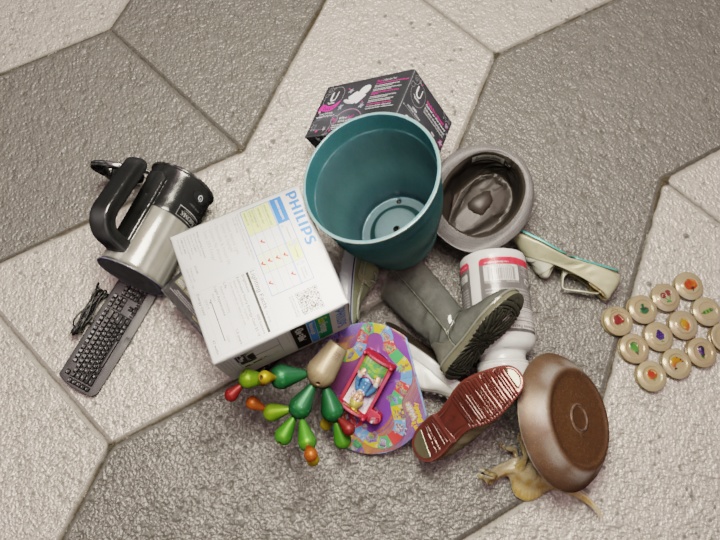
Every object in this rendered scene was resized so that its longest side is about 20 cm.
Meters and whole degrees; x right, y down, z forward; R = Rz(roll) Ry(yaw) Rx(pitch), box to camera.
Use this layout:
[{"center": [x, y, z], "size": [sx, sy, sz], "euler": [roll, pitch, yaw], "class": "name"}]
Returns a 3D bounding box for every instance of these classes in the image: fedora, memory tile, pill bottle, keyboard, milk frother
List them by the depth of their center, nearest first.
[{"center": [0.219, 0.076, 0.910], "size": [0.108, 0.111, 0.204], "euler": [-1, 71, -1], "class": "pill bottle"}, {"center": [-0.429, 0.095, 0.938], "size": [0.103, 0.040, 0.202], "euler": [24, 72, 7], "class": "keyboard"}, {"center": [0.519, 0.100, 0.953], "size": [0.197, 0.017, 0.155], "euler": [-23, 73, -8], "class": "memory tile"}, {"center": [-0.382, -0.086, 0.953], "size": [0.198, 0.180, 0.191], "euler": [-1, 58, 42], "class": "milk frother"}, {"center": [0.201, -0.115, 0.984], "size": [0.176, 0.090, 0.201], "euler": [36, 81, 12], "class": "fedora"}]

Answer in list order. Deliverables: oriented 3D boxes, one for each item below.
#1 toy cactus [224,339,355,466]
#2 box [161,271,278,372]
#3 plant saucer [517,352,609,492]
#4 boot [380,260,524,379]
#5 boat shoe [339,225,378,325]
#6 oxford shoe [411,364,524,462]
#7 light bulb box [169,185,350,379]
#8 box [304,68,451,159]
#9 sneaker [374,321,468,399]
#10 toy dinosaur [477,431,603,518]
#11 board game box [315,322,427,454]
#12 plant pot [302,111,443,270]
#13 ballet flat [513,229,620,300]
[{"center": [-0.078, 0.177, 0.818], "size": [0.198, 0.102, 0.166], "euler": [34, 86, -5], "class": "toy cactus"}, {"center": [-0.190, 0.056, 0.927], "size": [0.200, 0.086, 0.164], "euler": [43, 76, 13], "class": "box"}, {"center": [0.312, 0.221, 0.846], "size": [0.198, 0.036, 0.204], "euler": [14, 65, -32], "class": "plant saucer"}, {"center": [0.133, 0.042, 0.884], "size": [0.182, 0.072, 0.201], "euler": [-47, 44, 16], "class": "boot"}, {"center": [0.000, 0.000, 0.955], "size": [0.061, 0.072, 0.204], "euler": [5, 69, 4], "class": "boat shoe"}, {"center": [0.166, 0.212, 0.851], "size": [0.199, 0.074, 0.071], "euler": [-41, 56, 18], "class": "oxford shoe"}, {"center": [-0.139, 0.019, 0.827], "size": [0.197, 0.125, 0.201], "euler": [-23, 72, -8], "class": "light bulb box"}, {"center": [0.030, -0.237, 0.958], "size": [0.198, 0.132, 0.116], "euler": [7, 66, 44], "class": "box"}, {"center": [0.100, 0.171, 0.911], "size": [0.198, 0.073, 0.085], "euler": [34, 101, 7], "class": "sneaker"}, {"center": [0.275, 0.306, 0.873], "size": [0.196, 0.058, 0.103], "euler": [14, 88, -1], "class": "toy dinosaur"}, {"center": [0.010, 0.182, 0.869], "size": [0.155, 0.039, 0.204], "euler": [-16, 86, 14], "class": "board game box"}, {"center": [0.038, -0.095, 0.856], "size": [0.196, 0.188, 0.204], "euler": [-7, 66, 15], "class": "plant pot"}, {"center": [0.340, -0.006, 0.967], "size": [0.197, 0.070, 0.070], "euler": [24, 73, 6], "class": "ballet flat"}]
